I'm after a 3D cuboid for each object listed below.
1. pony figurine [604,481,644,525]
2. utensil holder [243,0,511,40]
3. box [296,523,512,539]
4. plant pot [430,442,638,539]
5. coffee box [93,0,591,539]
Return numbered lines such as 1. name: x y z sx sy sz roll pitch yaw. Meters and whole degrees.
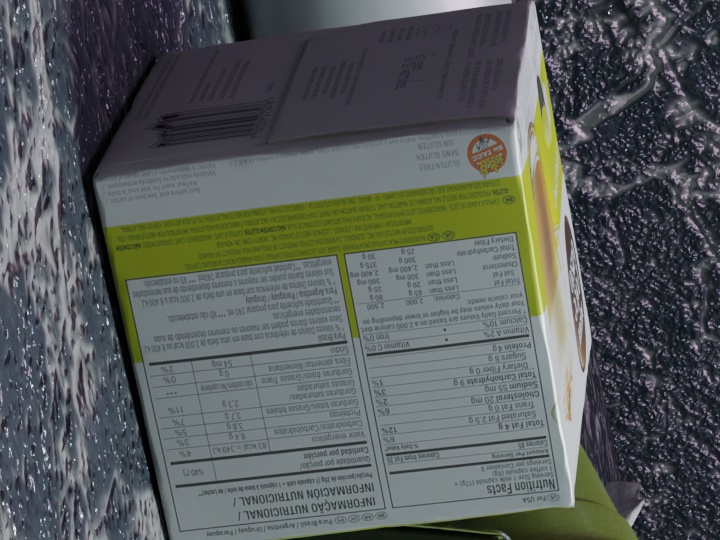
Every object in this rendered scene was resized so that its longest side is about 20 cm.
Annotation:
1. pony figurine: 0.113 0.224 2.144 0.193 0.166 0.201 -62 159 -61
2. utensil holder: 0.025 -0.091 1.750 0.170 0.169 0.201 -62 141 -74
3. box: 0.046 0.247 1.513 0.197 0.123 0.201 36 59 -63
4. plant pot: 0.086 0.159 1.937 0.200 0.199 0.190 68 4 -55
5. coffee box: 0.000 0.000 1.423 0.200 0.199 0.198 -72 153 -68
